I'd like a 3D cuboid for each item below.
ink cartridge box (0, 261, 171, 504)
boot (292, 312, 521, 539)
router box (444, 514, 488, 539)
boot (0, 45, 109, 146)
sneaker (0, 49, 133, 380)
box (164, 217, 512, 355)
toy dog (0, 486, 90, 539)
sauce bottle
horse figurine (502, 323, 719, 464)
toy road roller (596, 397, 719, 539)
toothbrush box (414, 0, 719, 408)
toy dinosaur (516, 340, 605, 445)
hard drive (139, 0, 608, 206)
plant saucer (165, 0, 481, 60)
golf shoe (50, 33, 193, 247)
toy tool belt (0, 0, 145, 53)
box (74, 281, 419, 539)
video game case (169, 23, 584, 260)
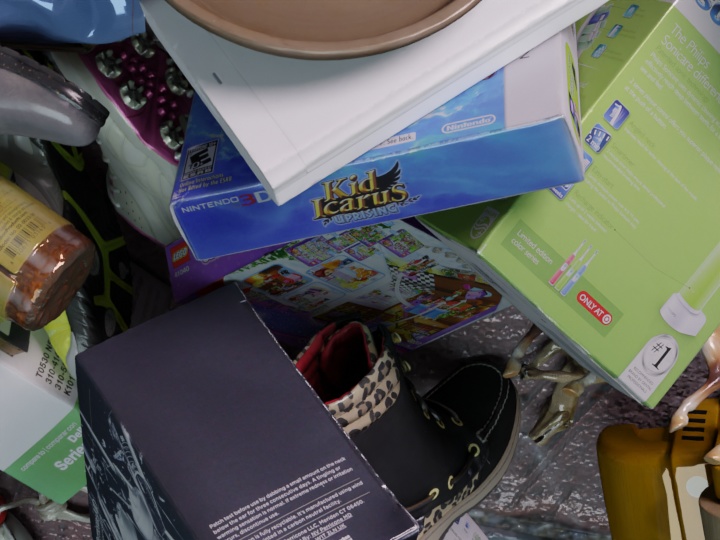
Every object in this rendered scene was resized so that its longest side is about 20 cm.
[{"bbox_3d":[-0.228,0.025,0.966,0.200,0.145,0.084,36,125,-24],"label":"ink cartridge box"},{"bbox_3d":[0.031,0.084,0.969,0.073,0.204,0.154,10,131,33],"label":"boot"},{"bbox_3d":[-0.036,0.158,1.101,0.179,0.049,0.200,-11,131,34],"label":"router box"},{"bbox_3d":[-0.237,-0.057,0.809,0.199,0.132,0.070,14,169,8],"label":"boot"},{"bbox_3d":[-0.193,-0.029,0.925,0.076,0.075,0.201,-17,92,15],"label":"sneaker"},{"bbox_3d":[0.000,0.000,0.935,0.136,0.039,0.200,-26,153,25],"label":"box"},{"bbox_3d":[-0.289,0.176,1.138,0.132,0.097,0.200,-27,124,26],"label":"toy dog"},{"bbox_3d":[-0.239,-0.046,0.864,0.200,0.066,0.066,37,130,7],"label":"sauce bottle"},{"bbox_3d":[0.177,0.028,0.923,0.199,0.133,0.050,22,162,10],"label":"horse figurine"},{"bbox_3d":[0.221,0.152,1.000,0.145,0.200,0.123,-8,104,18],"label":"toy road roller"},{"bbox_3d":[0.152,-0.054,0.835,0.145,0.086,0.200,39,90,-26],"label":"toothbrush box"},{"bbox_3d":[0.170,0.048,1.021,0.101,0.058,0.200,26,138,-36],"label":"toy dinosaur"},{"bbox_3d":[0.010,-0.133,0.759,0.200,0.132,0.026,-33,153,-7],"label":"hard drive"},{"bbox_3d":[-0.016,-0.181,0.743,0.199,0.201,0.029,4,157,2],"label":"plant saucer"},{"bbox_3d":[-0.126,-0.065,0.927,0.091,0.076,0.200,-23,124,28],"label":"golf shoe"},{"bbox_3d":[-0.148,-0.161,0.796,0.199,0.123,0.125,3,118,4],"label":"toy tool belt"},{"bbox_3d":[-0.069,0.146,0.880,0.104,0.182,0.200,-24,147,-24],"label":"box"},{"bbox_3d":[0.011,-0.099,0.808,0.199,0.182,0.046,-11,131,15],"label":"video game case"}]
